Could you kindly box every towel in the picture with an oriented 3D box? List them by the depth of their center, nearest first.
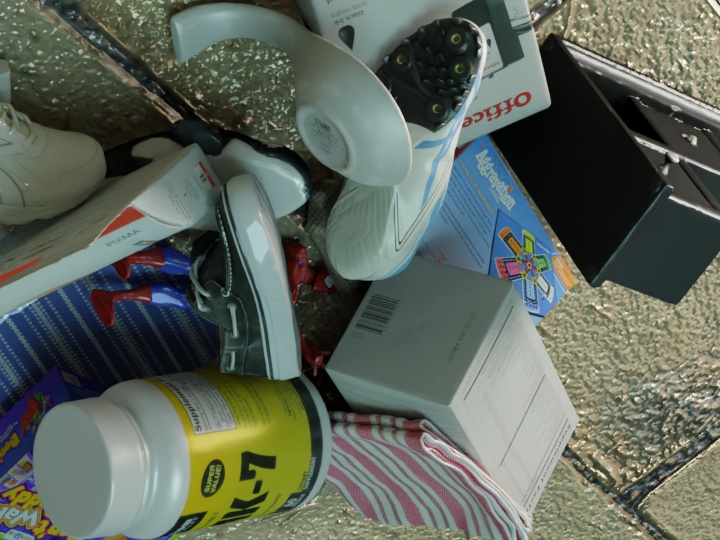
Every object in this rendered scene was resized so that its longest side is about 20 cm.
[{"bbox_3d":[-0.211,0.059,1.554,0.200,0.024,0.145,-30,131,-2],"label":"towel"},{"bbox_3d":[0.020,0.155,1.572,0.146,0.200,0.030,44,62,-33],"label":"towel"}]

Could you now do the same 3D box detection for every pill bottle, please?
[{"bbox_3d":[-0.128,0.130,1.496,0.200,0.114,0.114,-6,132,-43],"label":"pill bottle"}]

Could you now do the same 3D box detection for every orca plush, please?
[{"bbox_3d":[-0.127,-0.062,1.456,0.199,0.071,0.105,-18,116,20],"label":"orca plush"}]

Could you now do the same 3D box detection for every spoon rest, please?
[{"bbox_3d":[-0.037,-0.125,1.375,0.061,0.200,0.100,-40,148,-27],"label":"spoon rest"}]

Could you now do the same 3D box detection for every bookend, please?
[{"bbox_3d":[0.223,-0.057,1.527,0.198,0.200,0.092,19,118,-34],"label":"bookend"}]

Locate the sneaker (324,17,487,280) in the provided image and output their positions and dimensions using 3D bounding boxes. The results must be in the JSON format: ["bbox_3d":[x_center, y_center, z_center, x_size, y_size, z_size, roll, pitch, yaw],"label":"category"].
[{"bbox_3d":[0.035,-0.083,1.409,0.072,0.072,0.200,-17,137,-55],"label":"sneaker"}]

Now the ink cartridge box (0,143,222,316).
[{"bbox_3d":[-0.189,-0.006,1.340,0.162,0.200,0.050,-24,105,22],"label":"ink cartridge box"}]

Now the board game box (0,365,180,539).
[{"bbox_3d":[-0.203,0.159,1.593,0.134,0.045,0.200,-43,141,15],"label":"board game box"}]

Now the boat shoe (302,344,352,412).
[{"bbox_3d":[0.014,0.125,1.672,0.200,0.070,0.070,23,114,-37],"label":"boat shoe"}]

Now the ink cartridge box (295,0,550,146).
[{"bbox_3d":[0.036,-0.178,1.424,0.146,0.083,0.200,-24,133,-4],"label":"ink cartridge box"}]

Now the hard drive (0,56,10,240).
[{"bbox_3d":[-0.305,-0.049,1.417,0.132,0.025,0.200,-8,130,-19],"label":"hard drive"}]

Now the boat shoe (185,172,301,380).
[{"bbox_3d":[-0.084,0.015,1.417,0.071,0.072,0.200,-9,139,0],"label":"boat shoe"}]

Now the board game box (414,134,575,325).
[{"bbox_3d":[0.093,-0.015,1.599,0.103,0.019,0.200,-45,136,-9],"label":"board game box"}]

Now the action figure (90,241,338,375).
[{"bbox_3d":[-0.085,0.025,1.517,0.200,0.099,0.065,-4,131,-38],"label":"action figure"}]

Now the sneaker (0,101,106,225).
[{"bbox_3d":[-0.253,-0.090,1.339,0.199,0.078,0.100,3,122,-27],"label":"sneaker"}]

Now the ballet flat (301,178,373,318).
[{"bbox_3d":[0.000,0.000,1.566,0.067,0.046,0.200,-59,144,-24],"label":"ballet flat"}]

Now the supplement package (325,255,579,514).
[{"bbox_3d":[0.073,0.095,1.572,0.114,0.109,0.200,-60,146,-23],"label":"supplement package"}]

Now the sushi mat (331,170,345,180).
[{"bbox_3d":[0.039,-0.031,1.593,0.095,0.012,0.200,-21,133,-6],"label":"sushi mat"}]
